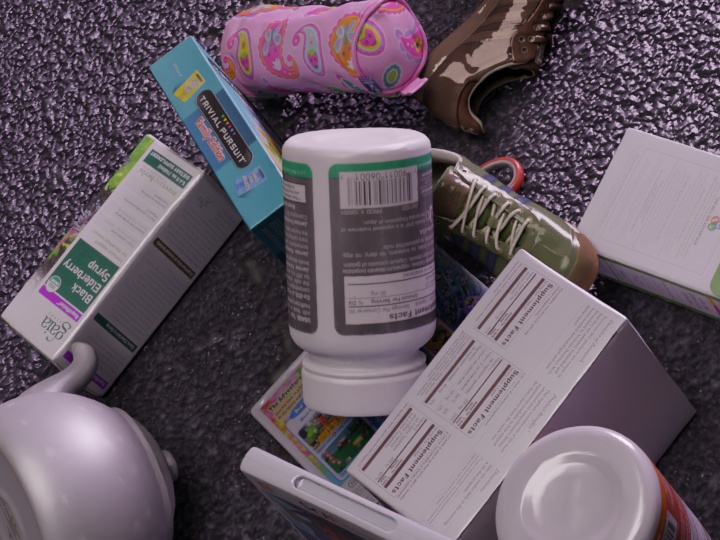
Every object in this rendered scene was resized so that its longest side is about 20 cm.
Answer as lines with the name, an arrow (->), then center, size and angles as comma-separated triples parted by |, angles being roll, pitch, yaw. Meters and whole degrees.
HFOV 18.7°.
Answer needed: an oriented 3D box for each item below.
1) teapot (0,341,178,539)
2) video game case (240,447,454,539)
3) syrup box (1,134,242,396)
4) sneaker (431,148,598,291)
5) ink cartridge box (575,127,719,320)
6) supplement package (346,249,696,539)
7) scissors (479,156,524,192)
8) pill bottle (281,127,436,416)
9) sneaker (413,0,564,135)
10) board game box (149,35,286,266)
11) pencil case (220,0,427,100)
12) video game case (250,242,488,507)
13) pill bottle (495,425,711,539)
teapot -> -0.206, 0.180, 1.699 | 0.145, 0.202, 0.197 | -17, 18, -27
video game case -> 0.025, 0.205, 1.527 | 0.181, 0.200, 0.023 | 22, 71, 34
syrup box -> -0.198, -0.003, 1.832 | 0.079, 0.081, 0.200 | 34, 81, 37
sneaker -> 0.089, -0.038, 1.652 | 0.067, 0.090, 0.200 | -59, 38, 7
ink cartridge box -> 0.265, -0.024, 1.613 | 0.199, 0.059, 0.104 | 21, 77, 35
supplement package -> 0.117, 0.120, 1.553 | 0.111, 0.156, 0.200 | 35, 83, 38
scissors -> 0.044, -0.056, 1.775 | 0.199, 0.014, 0.074 | -1, 66, 25
pill bottle -> 0.000, 0.000, 1.627 | 0.112, 0.113, 0.202 | 5, 103, 29
sneaker -> 0.132, -0.195, 1.785 | 0.075, 0.070, 0.200 | 43, 93, 20
board game box -> -0.079, -0.078, 1.765 | 0.047, 0.151, 0.200 | -37, 53, 5
pencil case -> -0.030, -0.180, 1.809 | 0.199, 0.087, 0.088 | 5, 65, 50
video game case -> 0.035, 0.091, 1.696 | 0.200, 0.024, 0.182 | -47, 53, -2
pill bottle -> 0.173, 0.190, 1.458 | 0.111, 0.200, 0.113 | -12, 59, 20
